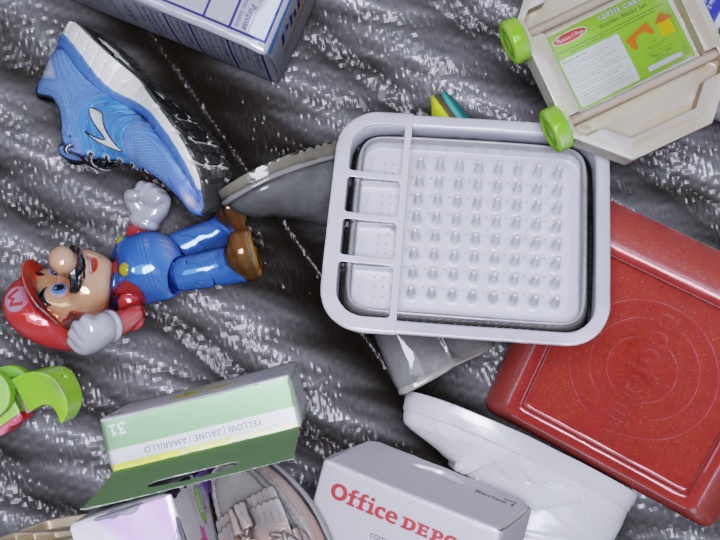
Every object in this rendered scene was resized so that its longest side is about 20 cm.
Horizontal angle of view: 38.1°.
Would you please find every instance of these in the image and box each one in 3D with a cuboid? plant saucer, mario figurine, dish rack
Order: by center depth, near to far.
[{"bbox_3d":[0.077,-0.026,0.749,0.198,0.044,0.173,4,67,5],"label":"dish rack"},{"bbox_3d":[0.212,0.072,0.778,0.199,0.037,0.201,27,111,15],"label":"plant saucer"},{"bbox_3d":[-0.181,-0.006,0.801,0.199,0.123,0.107,-21,100,-5],"label":"mario figurine"}]

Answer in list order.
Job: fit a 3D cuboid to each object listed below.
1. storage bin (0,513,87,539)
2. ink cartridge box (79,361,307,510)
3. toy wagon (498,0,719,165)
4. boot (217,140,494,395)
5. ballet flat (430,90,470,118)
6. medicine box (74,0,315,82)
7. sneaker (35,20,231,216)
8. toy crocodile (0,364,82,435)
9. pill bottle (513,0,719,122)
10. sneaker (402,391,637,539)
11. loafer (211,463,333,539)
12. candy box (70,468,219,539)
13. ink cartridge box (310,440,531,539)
[{"bbox_3d":[-0.223,0.292,0.748,0.093,0.198,0.202,-12,87,16],"label":"storage bin"},{"bbox_3d":[-0.115,0.113,0.751,0.144,0.200,0.048,-14,89,-1],"label":"ink cartridge box"},{"bbox_3d":[0.176,-0.181,0.736,0.154,0.040,0.201,-25,86,-2],"label":"toy wagon"},{"bbox_3d":[0.000,0.000,0.808,0.181,0.072,0.202,-18,92,-25],"label":"boot"},{"bbox_3d":[0.108,-0.050,0.832,0.067,0.067,0.200,-43,89,15],"label":"ballet flat"},{"bbox_3d":[-0.123,-0.276,0.819,0.199,0.103,0.183,23,87,0],"label":"medicine box"},{"bbox_3d":[-0.182,-0.105,0.824,0.200,0.078,0.089,43,100,20],"label":"sneaker"},{"bbox_3d":[-0.316,0.122,0.816,0.199,0.068,0.062,-24,88,-2],"label":"toy crocodile"},{"bbox_3d":[0.229,-0.192,0.812,0.199,0.112,0.113,29,87,1],"label":"pill bottle"},{"bbox_3d":[0.106,0.182,0.813,0.199,0.074,0.116,27,84,0],"label":"sneaker"},{"bbox_3d":[-0.051,0.216,0.723,0.072,0.063,0.201,-37,73,20],"label":"loafer"},{"bbox_3d":[-0.126,0.233,0.746,0.071,0.200,0.169,-17,88,-1],"label":"candy box"},{"bbox_3d":[0.025,0.247,0.768,0.144,0.084,0.202,17,97,23],"label":"ink cartridge box"}]
